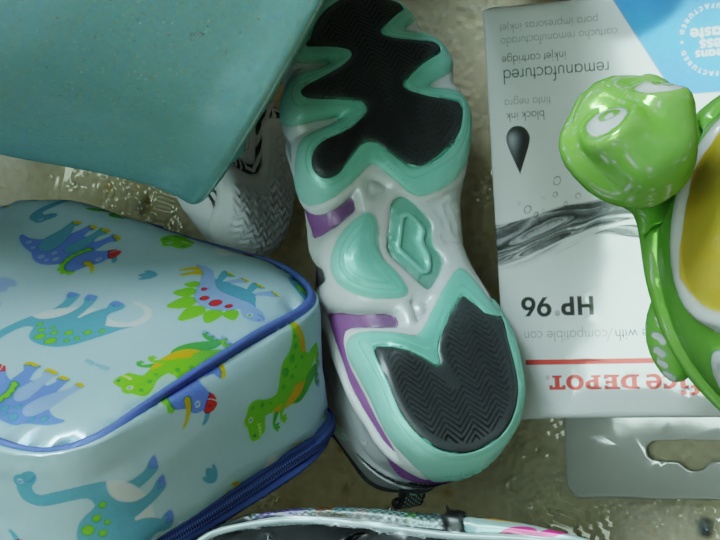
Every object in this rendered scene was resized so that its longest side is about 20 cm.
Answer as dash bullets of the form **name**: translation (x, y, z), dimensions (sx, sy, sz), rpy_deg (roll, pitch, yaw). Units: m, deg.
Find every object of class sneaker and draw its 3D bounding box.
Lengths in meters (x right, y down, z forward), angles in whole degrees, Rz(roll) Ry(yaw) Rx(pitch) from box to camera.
- **sneaker**: translation (0.000, 0.000, 0.792), dimensions (0.077, 0.140, 0.201), rpy_deg (-4, 71, -16)
- **sneaker**: translation (-0.110, -0.076, 0.850), dimensions (0.115, 0.075, 0.201), rpy_deg (-32, 76, 24)

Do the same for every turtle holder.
- **turtle holder**: translation (0.163, -0.015, 0.635), dimensions (0.141, 0.132, 0.186), rpy_deg (-38, 98, -5)

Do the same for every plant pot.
- **plant pot**: translation (-0.107, -0.125, 0.713), dimensions (0.187, 0.200, 0.200), rpy_deg (30, 108, -9)

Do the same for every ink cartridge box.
- **ink cartridge box**: translation (0.116, -0.005, 0.753), dimensions (0.116, 0.068, 0.201), rpy_deg (-3, 94, 25)

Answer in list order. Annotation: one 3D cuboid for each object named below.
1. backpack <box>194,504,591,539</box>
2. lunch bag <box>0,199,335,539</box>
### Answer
- **backpack**: translation (0.038, 0.177, 0.703), dimensions (0.199, 0.151, 0.178), rpy_deg (-2, 78, 19)
- **lunch bag**: translation (-0.125, 0.044, 0.757), dimensions (0.199, 0.161, 0.083), rpy_deg (16, 123, 38)
